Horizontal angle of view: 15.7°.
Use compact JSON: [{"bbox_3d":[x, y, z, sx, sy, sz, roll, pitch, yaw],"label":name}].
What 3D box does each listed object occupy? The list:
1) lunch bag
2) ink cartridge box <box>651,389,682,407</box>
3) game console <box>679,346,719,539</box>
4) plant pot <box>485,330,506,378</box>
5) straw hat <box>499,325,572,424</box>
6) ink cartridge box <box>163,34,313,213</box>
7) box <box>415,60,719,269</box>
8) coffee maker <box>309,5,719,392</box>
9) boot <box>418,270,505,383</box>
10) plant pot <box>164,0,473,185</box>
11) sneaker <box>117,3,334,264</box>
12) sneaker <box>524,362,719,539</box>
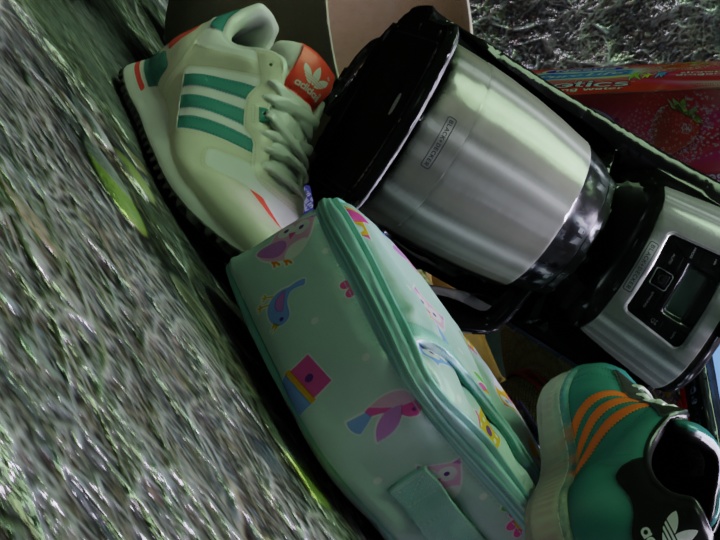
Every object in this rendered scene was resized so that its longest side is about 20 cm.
[{"bbox_3d":[0.029,0.073,1.169,0.200,0.077,0.161,50,6,-42],"label":"lunch bag"},{"bbox_3d":[0.171,0.099,1.469,0.050,0.109,0.200,-9,50,-35],"label":"ink cartridge box"},{"bbox_3d":[0.254,0.092,1.341,0.172,0.118,0.200,42,32,-40],"label":"game console"},{"bbox_3d":[0.162,0.099,1.697,0.200,0.200,0.188,48,23,-52],"label":"plant pot"},{"bbox_3d":[0.094,0.107,1.430,0.201,0.085,0.201,54,-22,34],"label":"straw hat"},{"bbox_3d":[-0.051,-0.085,1.703,0.196,0.043,0.200,47,7,-48],"label":"ink cartridge box"},{"bbox_3d":[0.121,-0.058,1.415,0.100,0.199,0.096,-45,132,-72],"label":"box"},{"bbox_3d":[0.088,-0.041,1.302,0.200,0.135,0.192,31,25,-14],"label":"coffee maker"},{"bbox_3d":[0.059,0.060,1.599,0.155,0.074,0.200,59,16,3],"label":"boot"},{"bbox_3d":[-0.034,-0.136,1.510,0.200,0.134,0.201,19,69,-62],"label":"plant pot"},{"bbox_3d":[-0.052,-0.069,1.273,0.070,0.093,0.200,50,6,-36],"label":"sneaker"},{"bbox_3d":[0.123,0.089,1.136,0.072,0.080,0.200,64,15,-17],"label":"sneaker"}]
